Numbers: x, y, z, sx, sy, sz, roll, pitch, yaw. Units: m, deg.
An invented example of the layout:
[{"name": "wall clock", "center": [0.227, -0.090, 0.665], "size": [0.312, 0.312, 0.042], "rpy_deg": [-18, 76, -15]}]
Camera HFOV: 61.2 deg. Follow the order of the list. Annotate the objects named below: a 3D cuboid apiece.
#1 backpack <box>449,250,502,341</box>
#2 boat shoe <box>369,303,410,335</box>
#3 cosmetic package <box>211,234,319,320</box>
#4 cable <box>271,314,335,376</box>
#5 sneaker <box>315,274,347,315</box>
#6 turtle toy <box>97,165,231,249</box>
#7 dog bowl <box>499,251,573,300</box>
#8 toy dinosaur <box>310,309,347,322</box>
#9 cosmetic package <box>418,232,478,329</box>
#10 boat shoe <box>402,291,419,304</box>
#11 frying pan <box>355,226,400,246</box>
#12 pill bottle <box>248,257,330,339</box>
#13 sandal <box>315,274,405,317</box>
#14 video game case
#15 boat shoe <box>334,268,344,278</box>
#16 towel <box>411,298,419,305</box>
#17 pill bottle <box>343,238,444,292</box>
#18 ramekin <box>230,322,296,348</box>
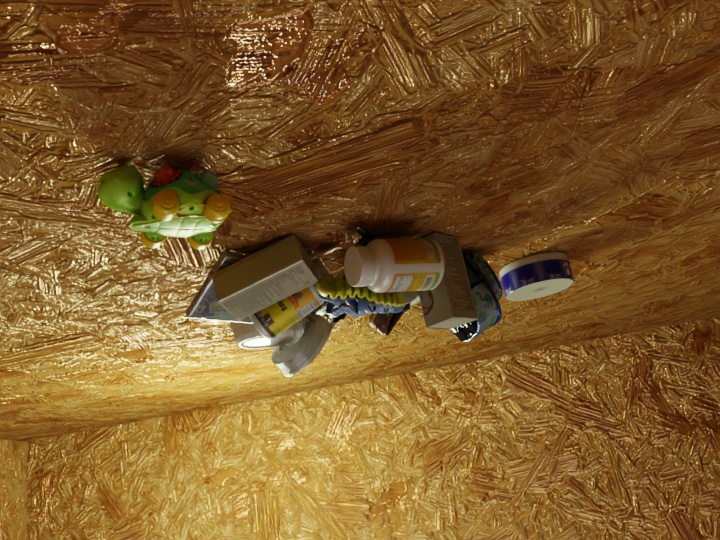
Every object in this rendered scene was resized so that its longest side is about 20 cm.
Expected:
[{"name": "backpack", "center": [0.276, 0.064, 1.562], "size": [0.145, 0.202, 0.183], "rpy_deg": [-25, 166, -20]}, {"name": "boat shoe", "center": [0.105, 0.083, 1.599], "size": [0.201, 0.067, 0.072], "rpy_deg": [-54, 140, 7]}, {"name": "cosmetic package", "center": [-0.200, 0.017, 1.281], "size": [0.198, 0.074, 0.104], "rpy_deg": [-26, 148, 3]}, {"name": "cable", "center": [-0.175, 0.210, 1.777], "size": [0.198, 0.202, 0.069], "rpy_deg": [-27, 119, 35]}, {"name": "sneaker", "center": [-0.011, 0.065, 1.405], "size": [0.115, 0.076, 0.200], "rpy_deg": [38, 122, -19]}, {"name": "turtle toy", "center": [-0.291, -0.104, 0.921], "size": [0.197, 0.103, 0.145], "rpy_deg": [1, 159, -30]}, {"name": "dog bowl", "center": [0.504, 0.020, 1.747], "size": [0.196, 0.080, 0.201], "rpy_deg": [-9, 161, -3]}, {"name": "toy dinosaur", "center": [-0.097, 0.084, 1.646], "size": [0.134, 0.104, 0.199], "rpy_deg": [-6, -173, 41]}, {"name": "cosmetic package", "center": [0.189, 0.026, 1.402], "size": [0.102, 0.203, 0.087], "rpy_deg": [10, 153, -45]}, {"name": "boat shoe", "center": [0.109, 0.026, 1.443], "size": [0.068, 0.072, 0.200], "rpy_deg": [-40, -172, 42]}, {"name": "frying pan", "center": [0.015, -0.062, 1.320], "size": [0.114, 0.031, 0.189], "rpy_deg": [-25, 153, 35]}, {"name": "pill bottle", "center": [-0.156, 0.058, 1.371], "size": [0.199, 0.110, 0.109], "rpy_deg": [-35, 162, -3]}, {"name": "sandal", "center": [-0.001, 0.065, 1.330], "size": [0.196, 0.080, 0.088], "rpy_deg": [9, 125, 1]}, {"name": "video game case", "center": [-0.267, 0.044, 1.371], "size": [0.198, 0.023, 0.183], "rpy_deg": [11, 123, -47]}, {"name": "boat shoe", "center": [0.000, 0.000, 1.449], "size": [0.198, 0.072, 0.064], "rpy_deg": [-27, 153, 16]}, {"name": "towel", "center": [0.171, 0.059, 1.766], "size": [0.198, 0.031, 0.148], "rpy_deg": [-25, 157, 38]}, {"name": "pill bottle", "center": [0.069, -0.011, 1.285], "size": [0.197, 0.113, 0.111], "rpy_deg": [-2, 160, -29]}, {"name": "ramekin", "center": [-0.270, 0.155, 1.711], "size": [0.199, 0.096, 0.203], "rpy_deg": [-9, 162, -3]}]
